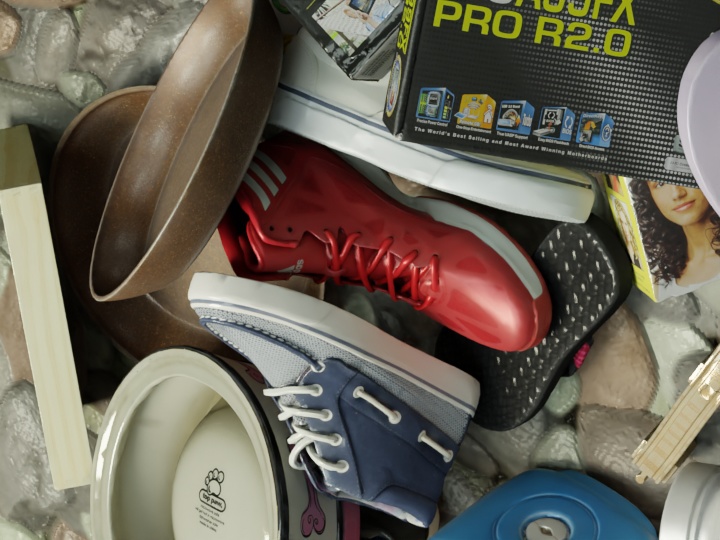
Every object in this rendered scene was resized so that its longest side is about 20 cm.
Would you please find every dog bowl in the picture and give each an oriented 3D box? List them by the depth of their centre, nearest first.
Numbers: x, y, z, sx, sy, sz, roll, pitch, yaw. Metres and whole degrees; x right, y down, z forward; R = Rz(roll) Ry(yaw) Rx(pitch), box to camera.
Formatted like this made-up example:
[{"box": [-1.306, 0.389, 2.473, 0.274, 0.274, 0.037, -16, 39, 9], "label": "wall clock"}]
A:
[{"box": [-0.078, 0.144, 1.561, 0.200, 0.074, 0.201, 0, 90, 53], "label": "dog bowl"}]

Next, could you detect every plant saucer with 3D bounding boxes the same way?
[{"box": [-0.092, -0.069, 1.460, 0.034, 0.201, 0.200, 23, 129, -16], "label": "plant saucer"}, {"box": [-0.100, -0.023, 1.604, 0.200, 0.037, 0.201, 14, 120, 26], "label": "plant saucer"}]

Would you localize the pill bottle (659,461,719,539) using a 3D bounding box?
[{"box": [0.265, 0.153, 1.413, 0.200, 0.111, 0.111, 8, 117, 28], "label": "pill bottle"}]

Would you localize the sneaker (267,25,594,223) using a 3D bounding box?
[{"box": [0.038, -0.083, 1.419, 0.200, 0.073, 0.071, 22, 93, 19], "label": "sneaker"}]

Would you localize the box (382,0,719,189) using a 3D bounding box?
[{"box": [0.122, -0.131, 1.317, 0.199, 0.044, 0.161, 9, 104, -10], "label": "box"}]

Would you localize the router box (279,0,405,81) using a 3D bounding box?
[{"box": [0.021, -0.220, 1.371, 0.200, 0.051, 0.149, -45, 78, 16], "label": "router box"}]

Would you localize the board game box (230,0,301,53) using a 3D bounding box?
[{"box": [0.033, -0.141, 1.464, 0.200, 0.035, 0.126, -28, 96, 38], "label": "board game box"}]

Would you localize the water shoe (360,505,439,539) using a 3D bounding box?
[{"box": [-0.048, 0.163, 1.635, 0.200, 0.079, 0.072, -15, 104, 36], "label": "water shoe"}]

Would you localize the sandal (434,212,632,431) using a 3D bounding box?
[{"box": [0.105, 0.030, 1.489, 0.075, 0.045, 0.200, 57, 142, 11], "label": "sandal"}]

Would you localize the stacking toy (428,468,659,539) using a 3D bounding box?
[{"box": [0.115, 0.227, 1.561, 0.116, 0.110, 0.200, 31, 140, 40], "label": "stacking toy"}]

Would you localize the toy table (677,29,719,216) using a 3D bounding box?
[{"box": [0.254, -0.041, 1.277, 0.200, 0.117, 0.184, 23, 100, -12], "label": "toy table"}]

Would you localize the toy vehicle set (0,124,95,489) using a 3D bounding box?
[{"box": [-0.199, 0.021, 1.640, 0.026, 0.124, 0.200, -11, 112, -7], "label": "toy vehicle set"}]

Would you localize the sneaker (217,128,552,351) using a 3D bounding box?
[{"box": [0.000, 0.000, 1.451, 0.200, 0.115, 0.078, 32, 132, 23], "label": "sneaker"}]

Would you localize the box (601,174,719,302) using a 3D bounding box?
[{"box": [0.157, -0.090, 1.383, 0.075, 0.050, 0.200, -20, 105, -6], "label": "box"}]

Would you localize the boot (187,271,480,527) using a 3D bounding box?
[{"box": [-0.020, 0.073, 1.458, 0.200, 0.091, 0.073, 25, 166, -31], "label": "boot"}]

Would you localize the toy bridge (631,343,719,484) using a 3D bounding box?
[{"box": [0.201, 0.051, 1.432, 0.027, 0.067, 0.200, 39, 127, 10], "label": "toy bridge"}]
